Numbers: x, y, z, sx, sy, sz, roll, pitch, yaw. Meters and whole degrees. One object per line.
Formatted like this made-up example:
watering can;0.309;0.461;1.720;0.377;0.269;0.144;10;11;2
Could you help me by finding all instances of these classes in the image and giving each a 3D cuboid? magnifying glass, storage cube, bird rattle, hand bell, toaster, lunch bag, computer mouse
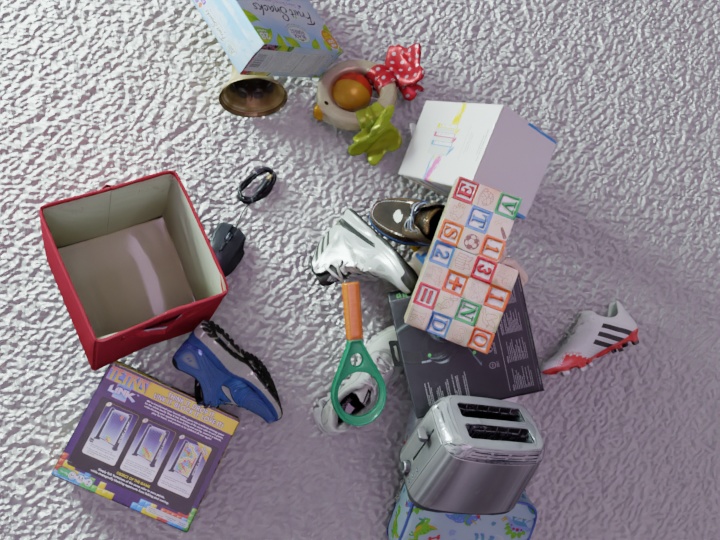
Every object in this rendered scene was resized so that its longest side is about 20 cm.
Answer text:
magnifying glass;-0.007;0.118;0.904;0.079;0.022;0.202;-5;93;-15
storage cube;-0.297;0.003;0.835;0.170;0.180;0.201;-22;81;-29
bird rattle;0.012;-0.282;1.011;0.162;0.113;0.201;16;76;6
hand bell;-0.173;-0.352;0.993;0.103;0.104;0.202;-3;71;-13
toaster;0.158;0.249;0.864;0.198;0.114;0.130;10;124;-17
lunch bag;0.145;0.376;0.949;0.198;0.082;0.162;15;102;-9
computer mouse;-0.184;-0.073;0.970;0.058;0.034;0.201;27;78;-7

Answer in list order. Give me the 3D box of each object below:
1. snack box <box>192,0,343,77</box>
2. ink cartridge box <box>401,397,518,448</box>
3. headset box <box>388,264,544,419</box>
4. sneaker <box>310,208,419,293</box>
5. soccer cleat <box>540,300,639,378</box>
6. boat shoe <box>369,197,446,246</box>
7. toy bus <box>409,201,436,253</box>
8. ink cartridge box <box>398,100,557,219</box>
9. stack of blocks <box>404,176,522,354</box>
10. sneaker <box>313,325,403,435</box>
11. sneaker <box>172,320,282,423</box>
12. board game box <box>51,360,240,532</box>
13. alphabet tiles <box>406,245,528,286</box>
snack box;-0.138;-0.369;0.935;0.169;0.068;0.200;57;35;6
ink cartridge box;0.163;0.213;1.014;0.161;0.050;0.201;18;73;-10
headset box;0.141;0.101;0.922;0.198;0.093;0.176;-14;95;3
sneaker;0.000;0.000;0.946;0.115;0.201;0.076;-45;134;0
soccer cleat;0.372;0.114;1.062;0.199;0.069;0.086;-20;79;-18
boat shoe;0.099;-0.070;0.923;0.199;0.072;0.073;15;83;20
toy bus;0.154;-0.011;1.017;0.065;0.078;0.200;-43;94;-14
ink cartridge box;0.165;-0.172;0.974;0.128;0.200;0.126;20;93;-35
stack of blocks;0.144;-0.008;0.837;0.114;0.059;0.201;20;93;1
sneaker;0.014;0.167;0.963;0.075;0.081;0.200;41;75;-3
sneaker;-0.186;0.157;0.901;0.089;0.079;0.200;-38;123;3
board game box;-0.294;0.242;0.894;0.199;0.057;0.166;27;76;-8
alphabet tiles;0.151;0.042;0.971;0.200;0.015;0.196;-42;94;5
